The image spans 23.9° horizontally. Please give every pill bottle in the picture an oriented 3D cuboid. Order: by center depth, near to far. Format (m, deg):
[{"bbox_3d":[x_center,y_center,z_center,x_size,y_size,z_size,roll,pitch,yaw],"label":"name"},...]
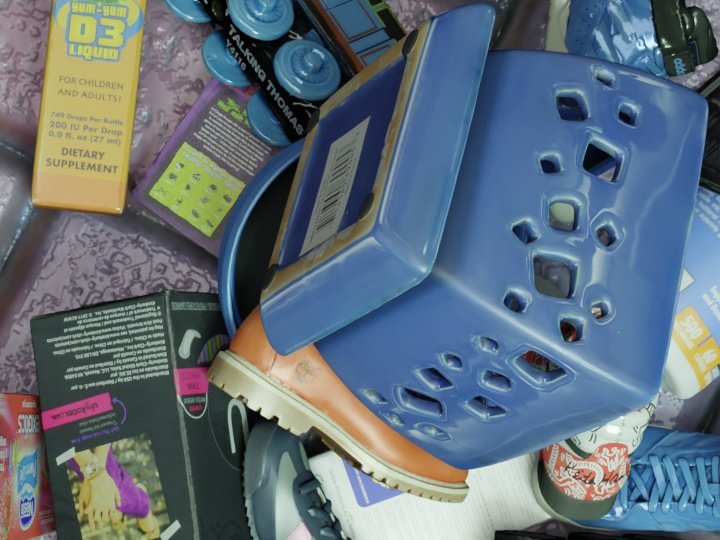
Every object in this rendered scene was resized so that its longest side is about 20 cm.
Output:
[{"bbox_3d":[0.255,-0.018,1.123,0.200,0.112,0.112,-39,86,-2],"label":"pill bottle"}]

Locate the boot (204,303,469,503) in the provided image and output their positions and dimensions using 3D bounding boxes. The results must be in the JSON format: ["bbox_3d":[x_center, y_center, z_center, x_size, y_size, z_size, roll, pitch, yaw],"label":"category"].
[{"bbox_3d":[0.009,0.073,1.076,0.200,0.075,0.108,35,82,-28],"label":"boot"}]

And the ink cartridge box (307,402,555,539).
[{"bbox_3d":[0.059,0.143,1.152,0.199,0.037,0.095,-20,86,1],"label":"ink cartridge box"}]

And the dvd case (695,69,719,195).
[{"bbox_3d":[0.272,-0.104,1.093,0.149,0.200,0.016,-41,111,-2],"label":"dvd case"}]

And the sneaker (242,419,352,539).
[{"bbox_3d":[-0.017,0.188,1.095,0.082,0.070,0.201,-11,97,25],"label":"sneaker"}]

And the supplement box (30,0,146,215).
[{"bbox_3d":[-0.182,-0.140,1.154,0.066,0.069,0.201,6,88,-8],"label":"supplement box"}]

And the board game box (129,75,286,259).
[{"bbox_3d":[-0.044,-0.042,1.173,0.200,0.032,0.120,35,91,3],"label":"board game box"}]

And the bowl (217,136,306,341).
[{"bbox_3d":[0.000,0.000,1.112,0.200,0.039,0.202,-7,107,-23],"label":"bowl"}]

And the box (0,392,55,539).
[{"bbox_3d":[-0.260,0.125,1.076,0.102,0.200,0.095,0,85,0],"label":"box"}]

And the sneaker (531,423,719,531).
[{"bbox_3d":[0.217,0.134,1.091,0.199,0.111,0.077,7,80,-12],"label":"sneaker"}]

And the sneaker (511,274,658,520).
[{"bbox_3d":[0.138,0.048,1.078,0.067,0.108,0.202,5,43,-12],"label":"sneaker"}]

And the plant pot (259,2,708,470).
[{"bbox_3d":[0.061,-0.022,0.976,0.179,0.200,0.201,26,62,-21],"label":"plant pot"}]

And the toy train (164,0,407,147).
[{"bbox_3d":[-0.049,-0.171,1.147,0.114,0.087,0.200,-27,77,-34],"label":"toy train"}]

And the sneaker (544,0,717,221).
[{"bbox_3d":[0.181,-0.131,1.141,0.111,0.077,0.201,3,79,14],"label":"sneaker"}]

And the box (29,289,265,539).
[{"bbox_3d":[-0.128,0.120,1.101,0.106,0.122,0.201,-10,85,22],"label":"box"}]

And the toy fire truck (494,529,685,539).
[{"bbox_3d":[0.192,0.235,1.039,0.175,0.200,0.129,9,84,-35],"label":"toy fire truck"}]
